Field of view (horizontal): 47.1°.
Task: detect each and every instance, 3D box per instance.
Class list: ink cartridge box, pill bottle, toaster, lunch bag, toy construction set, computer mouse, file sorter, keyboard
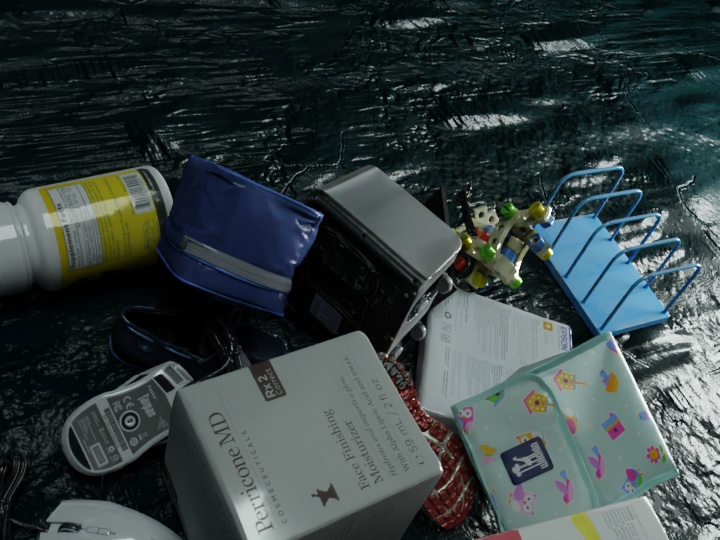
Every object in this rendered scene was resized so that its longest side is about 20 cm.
[{"bbox_3d":[0.164,0.124,1.007,0.196,0.044,0.199,19,46,-8],"label":"ink cartridge box"},{"bbox_3d":[-0.314,-0.044,0.922,0.197,0.115,0.115,-17,57,-31],"label":"pill bottle"},{"bbox_3d":[0.000,0.000,0.960,0.199,0.183,0.118,40,43,17],"label":"toaster"},{"bbox_3d":[-0.139,-0.032,0.872,0.134,0.135,0.200,23,1,-22],"label":"lunch bag"},{"bbox_3d":[0.166,-0.039,1.078,0.092,0.200,0.132,39,88,-16],"label":"toy construction set"},{"bbox_3d":[-0.201,0.131,0.825,0.197,0.044,0.112,-26,91,-18],"label":"computer mouse"},{"bbox_3d":[0.206,0.182,0.872,0.196,0.122,0.173,-19,78,-22],"label":"lunch bag"},{"bbox_3d":[-0.249,0.238,0.748,0.196,0.044,0.111,16,46,-6],"label":"computer mouse"},{"bbox_3d":[0.354,-0.031,1.158,0.136,0.124,0.202,-10,55,-27],"label":"file sorter"},{"bbox_3d":[0.171,0.289,0.748,0.196,0.146,0.085,-6,52,-25],"label":"ink cartridge box"},{"bbox_3d":[0.107,-0.040,1.063,0.020,0.127,0.202,30,34,-24],"label":"keyboard"}]

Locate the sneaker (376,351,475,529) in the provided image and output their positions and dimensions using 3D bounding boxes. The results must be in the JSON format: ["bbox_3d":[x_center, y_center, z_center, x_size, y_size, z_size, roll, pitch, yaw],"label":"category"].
[{"bbox_3d":[0.053,0.183,0.890,0.077,0.082,0.202,-27,81,-24],"label":"sneaker"}]

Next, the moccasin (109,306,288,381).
[{"bbox_3d":[-0.171,0.082,0.897,0.195,0.069,0.082,4,49,-18],"label":"moccasin"}]

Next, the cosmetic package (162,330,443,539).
[{"bbox_3d":[-0.062,0.191,0.775,0.197,0.167,0.166,-15,56,-31],"label":"cosmetic package"}]
